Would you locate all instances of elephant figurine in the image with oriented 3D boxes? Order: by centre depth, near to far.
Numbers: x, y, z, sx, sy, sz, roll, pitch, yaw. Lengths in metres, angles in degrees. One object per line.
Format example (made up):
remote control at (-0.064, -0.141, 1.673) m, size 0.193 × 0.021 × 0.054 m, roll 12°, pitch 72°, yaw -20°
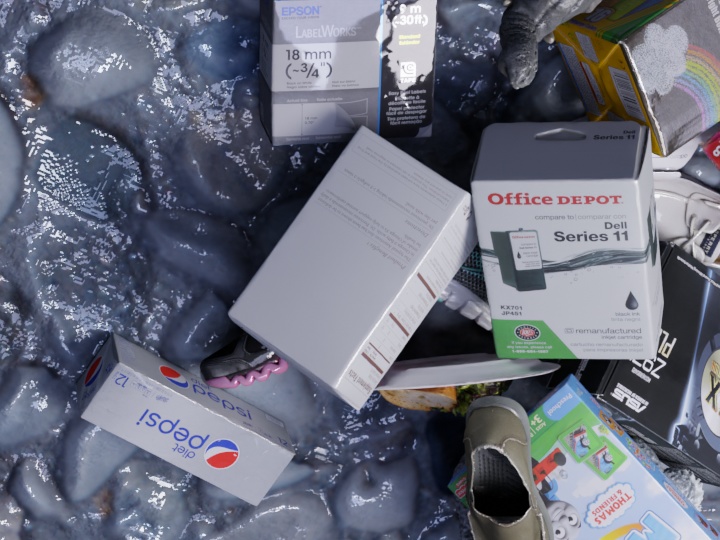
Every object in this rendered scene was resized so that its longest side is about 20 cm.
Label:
elephant figurine at (0.167, -0.255, 1.576) m, size 0.141 × 0.200 × 0.155 m, roll -3°, pitch 117°, yaw -10°

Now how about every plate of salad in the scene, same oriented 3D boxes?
plate of salad at (0.083, 0.105, 1.747) m, size 0.200 × 0.200 × 0.048 m, roll -6°, pitch 91°, yaw -9°

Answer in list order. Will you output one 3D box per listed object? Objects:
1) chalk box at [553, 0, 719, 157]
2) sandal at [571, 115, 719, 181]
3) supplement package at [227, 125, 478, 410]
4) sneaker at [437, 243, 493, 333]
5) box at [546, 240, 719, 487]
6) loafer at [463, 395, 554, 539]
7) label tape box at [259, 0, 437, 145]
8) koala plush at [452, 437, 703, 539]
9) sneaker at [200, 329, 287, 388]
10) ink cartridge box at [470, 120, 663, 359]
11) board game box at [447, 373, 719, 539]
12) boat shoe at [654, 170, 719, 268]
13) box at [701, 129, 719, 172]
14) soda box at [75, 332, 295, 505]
chalk box at (0.287, -0.210, 1.658) m, size 0.200 × 0.124 × 0.124 m, roll -34°, pitch 118°, yaw -14°
sandal at (0.281, -0.110, 1.744) m, size 0.206 × 0.079 × 0.059 m, roll -6°, pitch 115°, yaw -11°
supplement package at (0.000, 0.000, 1.643) m, size 0.117 × 0.117 × 0.200 m, roll 34°, pitch 86°, yaw 17°
sneaker at (0.132, 0.009, 1.777) m, size 0.200 × 0.078 × 0.091 m, roll 31°, pitch 103°, yaw -26°
box at (0.301, 0.088, 1.807) m, size 0.200 × 0.086 × 0.164 m, roll 34°, pitch 77°, yaw -25°
loafer at (0.120, 0.208, 1.670) m, size 0.075 × 0.070 × 0.200 m, roll -5°, pitch 117°, yaw 18°
label tape box at (-0.011, -0.212, 1.638) m, size 0.144 × 0.063 × 0.200 m, roll -4°, pitch 118°, yaw -11°
koala plush at (0.212, 0.229, 1.816) m, size 0.177 × 0.184 × 0.200 m, roll 33°, pitch 124°, yaw -26°
sneaker at (-0.065, 0.035, 1.749) m, size 0.200 × 0.079 × 0.095 m, roll -29°, pitch 96°, yaw 2°
ink cartridge box at (0.179, -0.024, 1.647) m, size 0.146 × 0.083 × 0.200 m, roll 0°, pitch 129°, yaw 15°
board game box at (0.200, 0.216, 1.720) m, size 0.200 × 0.037 × 0.151 m, roll 47°, pitch 109°, yaw 0°
boat shoe at (0.317, -0.039, 1.792) m, size 0.200 × 0.070 × 0.071 m, roll 20°, pitch 111°, yaw -21°
box at (0.385, -0.086, 1.708) m, size 0.095 × 0.100 × 0.200 m, roll -41°, pitch 161°, yaw 11°
soda box at (-0.162, 0.139, 1.782) m, size 0.200 × 0.063 × 0.068 m, roll 29°, pitch 106°, yaw -24°
